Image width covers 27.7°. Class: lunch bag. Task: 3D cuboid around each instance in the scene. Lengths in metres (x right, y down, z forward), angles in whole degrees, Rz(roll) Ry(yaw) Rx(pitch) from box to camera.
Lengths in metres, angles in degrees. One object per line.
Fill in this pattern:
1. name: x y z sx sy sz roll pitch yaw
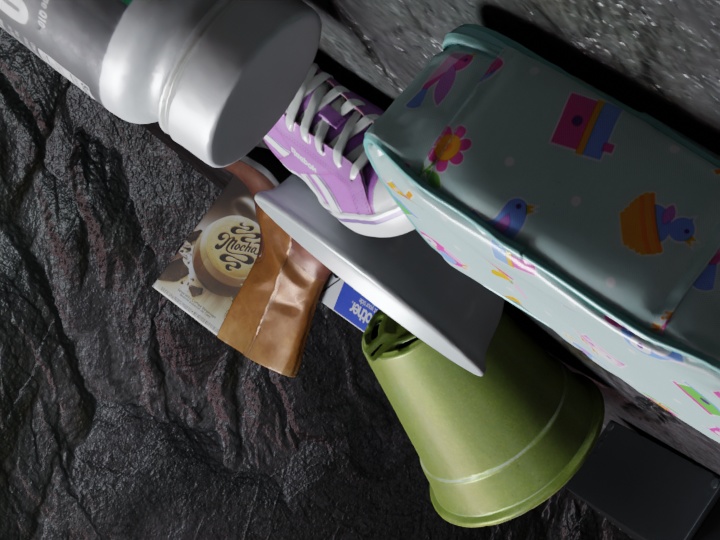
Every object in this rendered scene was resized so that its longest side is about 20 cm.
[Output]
1. lunch bag: 0.101 -0.010 0.589 0.199 0.077 0.160 36 177 28

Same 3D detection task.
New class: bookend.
1. bookend: 0.353 0.271 1.532 0.198 0.092 0.200 38 175 -26

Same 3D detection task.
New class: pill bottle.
1. pill bottle: -0.124 -0.149 0.754 0.199 0.114 0.113 36 176 11

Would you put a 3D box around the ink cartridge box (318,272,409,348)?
1. ink cartridge box: 0.000 0.000 1.506 0.044 0.095 0.200 18 -171 -35

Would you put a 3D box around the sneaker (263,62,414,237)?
1. sneaker: -0.026 -0.091 0.883 0.114 0.073 0.200 48 168 -35

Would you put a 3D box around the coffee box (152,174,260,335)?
1. coffee box: -0.145 -0.029 1.756 0.113 0.201 0.080 36 180 -2

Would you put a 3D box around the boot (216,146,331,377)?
1. boot: -0.104 -0.016 1.534 0.187 0.202 0.068 30 -159 21

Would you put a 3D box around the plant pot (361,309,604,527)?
1. plant pot: 0.099 0.106 1.389 0.190 0.200 0.200 51 171 -24

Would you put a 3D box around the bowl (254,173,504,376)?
1. bowl: 0.030 -0.022 1.011 0.200 0.091 0.201 38 177 2
